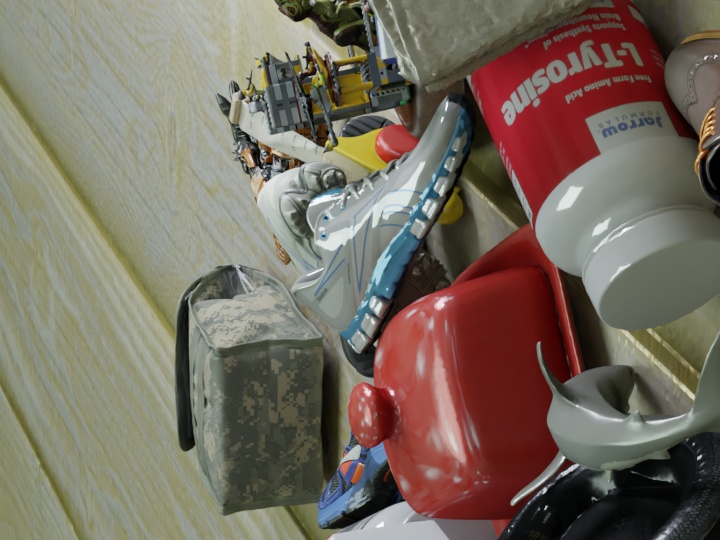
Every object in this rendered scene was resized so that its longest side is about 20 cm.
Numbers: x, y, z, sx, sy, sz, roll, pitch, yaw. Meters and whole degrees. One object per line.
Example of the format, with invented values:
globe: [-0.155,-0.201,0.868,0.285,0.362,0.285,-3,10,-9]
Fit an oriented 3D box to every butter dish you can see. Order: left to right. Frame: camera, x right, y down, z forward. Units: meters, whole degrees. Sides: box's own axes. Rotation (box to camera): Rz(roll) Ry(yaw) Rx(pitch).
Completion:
butter dish: [0.062,0.089,1.473,0.200,0.147,0.201,141,119,-65]

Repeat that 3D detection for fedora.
fedora: [0.163,0.175,1.280,0.092,0.200,0.200,52,164,-14]

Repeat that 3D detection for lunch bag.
lunch bag: [-0.107,0.101,1.966,0.200,0.117,0.165,-130,38,-64]

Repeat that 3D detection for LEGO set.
LEGO set: [-0.033,-0.163,1.465,0.200,0.115,0.155,-136,34,-80]

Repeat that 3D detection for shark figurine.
shark figurine: [0.141,0.074,1.265,0.090,0.128,0.214,60,164,-7]

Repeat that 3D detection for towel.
towel: [0.090,-0.200,1.247,0.133,0.199,0.034,64,-174,12]

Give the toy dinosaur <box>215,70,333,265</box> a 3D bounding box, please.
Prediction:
toy dinosaur: [-0.064,-0.086,1.751,0.136,0.102,0.200,-102,32,-43]

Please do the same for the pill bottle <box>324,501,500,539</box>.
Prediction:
pill bottle: [0.033,0.237,1.640,0.200,0.115,0.117,142,118,-66]

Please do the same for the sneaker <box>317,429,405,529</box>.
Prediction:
sneaker: [0.018,0.151,1.734,0.200,0.075,0.079,129,139,-52]

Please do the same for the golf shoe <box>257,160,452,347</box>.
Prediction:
golf shoe: [0.000,0.000,1.614,0.200,0.078,0.097,53,159,-19]

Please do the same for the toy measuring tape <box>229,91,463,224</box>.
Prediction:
toy measuring tape: [-0.003,-0.090,1.627,0.199,0.074,0.074,30,132,22]

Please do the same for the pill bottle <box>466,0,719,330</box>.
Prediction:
pill bottle: [0.141,-0.070,1.265,0.113,0.112,0.201,110,145,-50]

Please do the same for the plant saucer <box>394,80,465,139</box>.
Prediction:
plant saucer: [0.034,-0.179,1.547,0.200,0.034,0.202,168,90,-84]

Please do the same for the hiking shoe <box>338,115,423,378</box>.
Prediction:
hiking shoe: [0.010,-0.017,1.701,0.101,0.075,0.202,166,104,-80]

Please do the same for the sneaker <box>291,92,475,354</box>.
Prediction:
sneaker: [0.011,-0.041,1.496,0.201,0.086,0.075,-62,-5,23]

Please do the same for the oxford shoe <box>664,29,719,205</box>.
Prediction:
oxford shoe: [0.204,-0.075,1.152,0.200,0.072,0.072,-130,38,-55]

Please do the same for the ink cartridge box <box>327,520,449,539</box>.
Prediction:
ink cartridge box: [0.045,0.269,1.330,0.200,0.084,0.145,48,138,49]

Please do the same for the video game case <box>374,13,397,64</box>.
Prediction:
video game case: [0.054,-0.219,1.379,0.200,0.045,0.183,-7,-89,-70]
